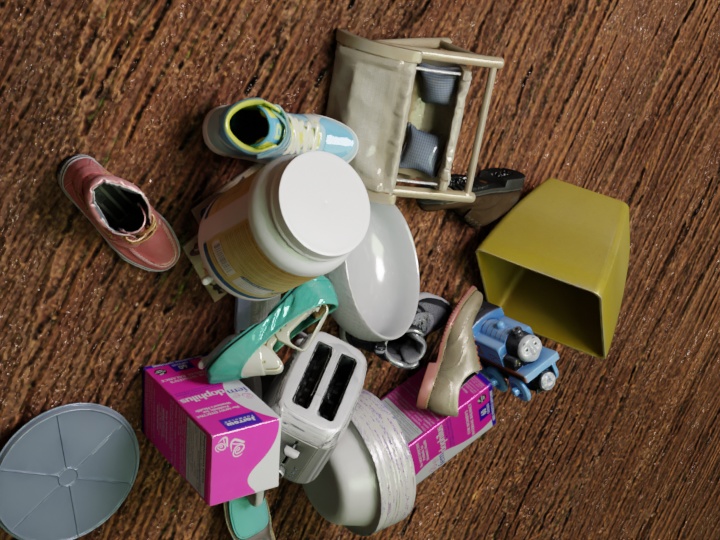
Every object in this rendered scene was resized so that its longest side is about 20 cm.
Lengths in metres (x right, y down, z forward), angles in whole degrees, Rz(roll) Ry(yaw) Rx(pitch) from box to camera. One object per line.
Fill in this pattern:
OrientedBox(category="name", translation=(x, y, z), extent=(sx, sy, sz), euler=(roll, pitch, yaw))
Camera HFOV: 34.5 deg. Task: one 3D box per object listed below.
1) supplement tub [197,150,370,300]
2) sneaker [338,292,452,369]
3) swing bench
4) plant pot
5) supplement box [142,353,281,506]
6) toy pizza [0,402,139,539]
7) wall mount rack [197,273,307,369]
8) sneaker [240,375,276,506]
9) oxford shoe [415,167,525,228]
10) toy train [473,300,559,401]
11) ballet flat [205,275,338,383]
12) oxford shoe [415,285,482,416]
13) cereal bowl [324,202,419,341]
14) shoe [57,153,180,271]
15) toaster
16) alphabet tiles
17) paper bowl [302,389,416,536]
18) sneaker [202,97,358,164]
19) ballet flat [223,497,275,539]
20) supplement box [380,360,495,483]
OrientedBox(category="supplement tub", translation=(-0.092, -0.053, 1.378), extent=(0.143, 0.199, 0.147), euler=(10, 72, -31))
OrientedBox(category="sneaker", translation=(0.074, 0.091, 1.683), extent=(0.198, 0.114, 0.076), euler=(-8, 116, -35))
OrientedBox(category="swing bench", translation=(0.059, -0.200, 1.524), extent=(0.198, 0.129, 0.201), euler=(-5, 114, -35))
OrientedBox(category="plant pot", translation=(0.310, -0.017, 1.748), extent=(0.177, 0.198, 0.201), euler=(-58, 153, -22))
OrientedBox(category="supplement box", translation=(-0.192, 0.198, 1.472), extent=(0.100, 0.199, 0.105), euler=(-10, 118, -33))
OrientedBox(category="toy pizza", translation=(-0.376, 0.255, 1.473), extent=(0.198, 0.032, 0.203), euler=(-16, 121, -30))
OrientedBox(category="wall mount rack", translation=(-0.144, 0.044, 1.512), extent=(0.172, 0.074, 0.203), euler=(-9, 115, -32))
OrientedBox(category="sneaker", translation=(-0.117, 0.229, 1.620), extent=(0.098, 0.070, 0.203), euler=(-5, 103, -32))
OrientedBox(category="oxford shoe", translation=(0.159, -0.096, 1.689), extent=(0.198, 0.073, 0.085), euler=(-7, 117, -35))
OrientedBox(category="toy train", translation=(0.217, 0.120, 1.757), extent=(0.086, 0.199, 0.115), euler=(-35, 117, -18))
OrientedBox(category="ballet flat", translation=(-0.105, 0.086, 1.457), extent=(0.200, 0.070, 0.067), euler=(-43, 159, -7))
OrientedBox(category="oxford shoe", translation=(0.149, 0.121, 1.710), extent=(0.071, 0.074, 0.202), euler=(74, 38, -72))
OrientedBox(category="cereal bowl", translation=(0.000, 0.000, 1.575), extent=(0.199, 0.082, 0.203), euler=(23, 63, -55))
OrientedBox(category="shoe", translation=(-0.270, -0.053, 1.366), extent=(0.072, 0.091, 0.200), euler=(-48, 131, -8))
OrientedBox(category="toaster", translation=(-0.063, 0.170, 1.516), extent=(0.113, 0.129, 0.201), euler=(28, 55, -4))
OrientedBox(category="alphabet tiles", translation=(-0.136, -0.054, 1.526), extent=(0.199, 0.008, 0.168), euler=(-38, 129, -16))
OrientedBox(category="paper bowl", translation=(-0.018, 0.277, 1.643), extent=(0.103, 0.200, 0.203), euler=(-18, 121, -30))
OrientedBox(category="sneaker", translation=(-0.084, -0.159, 1.395), extent=(0.197, 0.130, 0.081), euler=(3, 91, -18))
OrientedBox(category="ballet flat", translation=(-0.157, 0.381, 1.669), extent=(0.070, 0.071, 0.202), euler=(-23, 93, -27))
OrientedBox(category="supplement box", translation=(0.099, 0.229, 1.759), extent=(0.199, 0.103, 0.102), euler=(-33, 139, -19))
